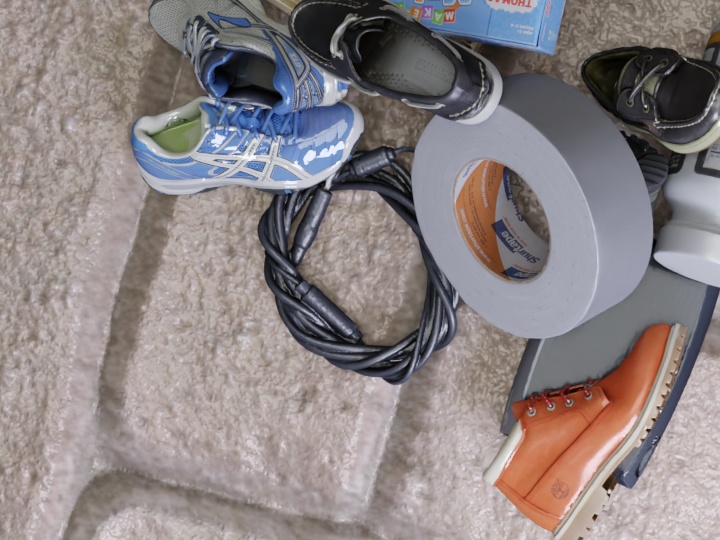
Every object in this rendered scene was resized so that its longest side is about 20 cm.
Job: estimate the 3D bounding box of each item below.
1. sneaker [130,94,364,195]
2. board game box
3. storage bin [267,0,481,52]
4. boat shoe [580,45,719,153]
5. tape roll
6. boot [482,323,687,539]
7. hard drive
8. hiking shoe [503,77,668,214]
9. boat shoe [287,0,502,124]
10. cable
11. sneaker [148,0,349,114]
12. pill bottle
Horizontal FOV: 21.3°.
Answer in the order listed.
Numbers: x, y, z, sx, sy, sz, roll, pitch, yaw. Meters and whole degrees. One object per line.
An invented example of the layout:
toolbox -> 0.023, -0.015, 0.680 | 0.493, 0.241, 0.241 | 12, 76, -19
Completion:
sneaker -> -0.096, -0.107, 1.586 | 0.200, 0.077, 0.076 | -10, 66, 9
board game box -> 0.098, -0.277, 1.478 | 0.151, 0.037, 0.200 | 14, 91, 29
storage bin -> 0.037, -0.270, 1.576 | 0.198, 0.094, 0.200 | 33, 93, 5
boat shoe -> 0.229, -0.138, 1.495 | 0.065, 0.200, 0.073 | 24, 88, -19
tape roll -> 0.131, -0.050, 1.494 | 0.066, 0.200, 0.200 | -27, 85, -36
boot -> 0.180, 0.113, 1.525 | 0.107, 0.075, 0.200 | 34, 97, 10
hard drive -> 0.207, 0.067, 1.577 | 0.135, 0.042, 0.200 | 23, 92, 7
hiking shoe -> 0.160, -0.084, 1.546 | 0.200, 0.076, 0.101 | 43, 138, 42
boat shoe -> 0.014, -0.166, 1.456 | 0.200, 0.060, 0.074 | 32, 100, 32
cable -> 0.000, 0.000, 1.599 | 0.163, 0.051, 0.200 | -11, 89, 7
sneaker -> -0.108, -0.183, 1.566 | 0.200, 0.085, 0.077 | 26, 130, 31
pill bottle -> 0.306, -0.091, 1.515 | 0.116, 0.116, 0.200 | 18, 83, 7
